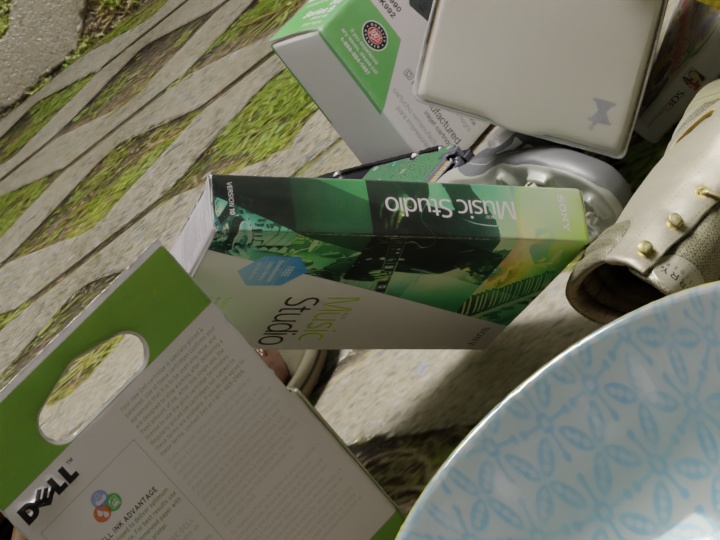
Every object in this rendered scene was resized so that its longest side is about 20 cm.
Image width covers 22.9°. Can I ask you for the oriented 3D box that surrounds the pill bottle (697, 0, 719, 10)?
[{"bbox_3d":[0.219,-0.178,0.901,0.111,0.198,0.112,24,-90,-82],"label":"pill bottle"}]

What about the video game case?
[{"bbox_3d":[0.242,-0.192,1.083,0.182,0.023,0.201,-51,8,41],"label":"video game case"}]

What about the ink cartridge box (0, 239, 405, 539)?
[{"bbox_3d":[-0.095,0.103,0.881,0.148,0.200,0.076,-45,20,-15],"label":"ink cartridge box"}]

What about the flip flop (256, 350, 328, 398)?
[{"bbox_3d":[-0.074,0.074,1.118,0.081,0.058,0.201,-32,24,36],"label":"flip flop"}]

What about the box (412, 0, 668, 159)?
[{"bbox_3d":[0.117,-0.159,1.061,0.200,0.127,0.110,-60,-15,-68],"label":"box"}]

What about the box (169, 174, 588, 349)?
[{"bbox_3d":[0.000,0.000,0.921,0.144,0.198,0.037,127,138,-59],"label":"box"}]

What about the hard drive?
[{"bbox_3d":[-0.012,-0.021,1.252,0.140,0.038,0.199,-51,21,-27],"label":"hard drive"}]

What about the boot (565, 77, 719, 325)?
[{"bbox_3d":[0.193,-0.039,0.853,0.155,0.072,0.200,-49,16,-25],"label":"boot"}]

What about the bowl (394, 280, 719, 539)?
[{"bbox_3d":[0.112,0.108,0.620,0.199,0.108,0.201,-35,20,15],"label":"bowl"}]

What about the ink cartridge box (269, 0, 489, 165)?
[{"bbox_3d":[0.054,-0.181,1.313,0.200,0.146,0.084,-48,20,-23],"label":"ink cartridge box"}]

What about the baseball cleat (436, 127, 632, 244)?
[{"bbox_3d":[0.112,-0.065,1.066,0.107,0.070,0.199,-47,21,-18],"label":"baseball cleat"}]

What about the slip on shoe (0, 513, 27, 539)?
[{"bbox_3d":[-0.232,0.219,1.096,0.076,0.061,0.201,-27,23,33],"label":"slip on shoe"}]
